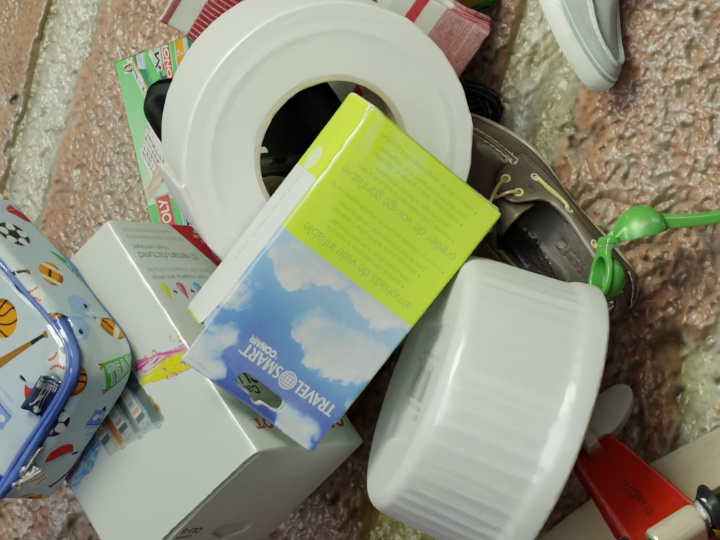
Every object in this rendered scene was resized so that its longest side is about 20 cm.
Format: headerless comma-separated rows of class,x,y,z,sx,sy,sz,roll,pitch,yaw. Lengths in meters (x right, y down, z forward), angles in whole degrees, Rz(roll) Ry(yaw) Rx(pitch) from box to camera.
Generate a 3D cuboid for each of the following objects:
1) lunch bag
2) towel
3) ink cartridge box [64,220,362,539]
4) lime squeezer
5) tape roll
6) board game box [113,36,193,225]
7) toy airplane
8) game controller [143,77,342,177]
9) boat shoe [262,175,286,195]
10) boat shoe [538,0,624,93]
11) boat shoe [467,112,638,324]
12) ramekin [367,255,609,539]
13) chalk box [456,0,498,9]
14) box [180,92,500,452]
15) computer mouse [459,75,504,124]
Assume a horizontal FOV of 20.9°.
lunch bag,-0.250,0.056,1.303,0.200,0.075,0.161,48,115,26
towel,-0.025,-0.172,1.350,0.199,0.023,0.144,31,131,-9
ink cartridge box,-0.127,0.088,1.354,0.145,0.145,0.201,-43,69,22
lime squeezer,0.185,0.003,1.332,0.200,0.071,0.038,-46,27,-11
tape roll,-0.030,-0.084,1.290,0.204,0.201,0.071,-67,24,10
board game box,-0.108,-0.086,1.514,0.134,0.029,0.201,-16,84,24
toy airplane,0.191,0.175,1.328,0.199,0.200,0.142,-6,129,31
game controller,-0.078,-0.100,1.412,0.199,0.042,0.105,-1,122,46
boat shoe,0.000,0.000,1.401,0.199,0.073,0.063,27,146,-8
boat shoe,0.159,-0.229,1.371,0.071,0.070,0.202,-19,80,27
boat shoe,0.115,-0.038,1.376,0.200,0.060,0.072,46,105,4
ramekin,0.079,0.088,1.289,0.097,0.201,0.202,21,100,-9
chalk box,-0.021,-0.232,1.422,0.199,0.124,0.125,-15,84,23
box,-0.017,0.002,1.257,0.122,0.048,0.200,37,93,-25
computer mouse,0.019,-0.055,1.442,0.138,0.053,0.201,14,95,2
